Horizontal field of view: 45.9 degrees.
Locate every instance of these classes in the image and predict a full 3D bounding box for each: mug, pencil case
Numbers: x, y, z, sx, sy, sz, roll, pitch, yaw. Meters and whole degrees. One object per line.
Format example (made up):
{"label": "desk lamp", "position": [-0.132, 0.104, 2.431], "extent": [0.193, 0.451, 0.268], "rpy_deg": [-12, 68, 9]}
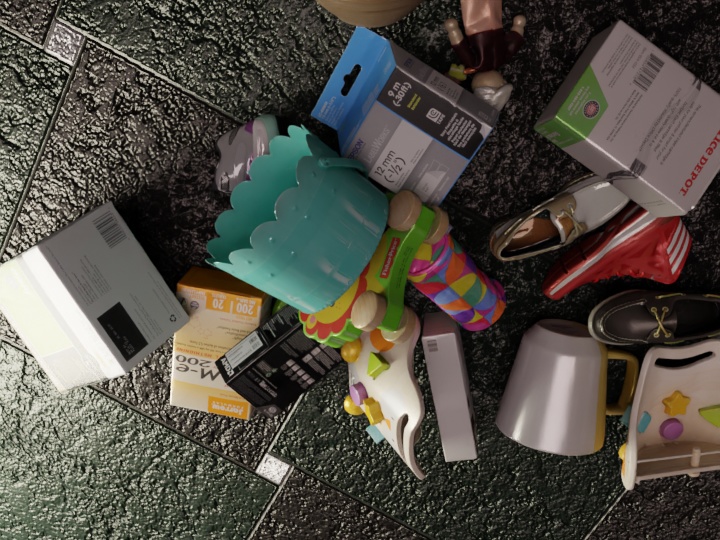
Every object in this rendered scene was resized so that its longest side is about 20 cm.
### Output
{"label": "mug", "position": [0.282, 0.149, 1.178], "extent": [0.149, 0.186, 0.153], "rpy_deg": [17, 106, 36]}
{"label": "pencil case", "position": [0.119, 0.007, 1.111], "extent": [0.088, 0.088, 0.200], "rpy_deg": [-28, 141, 17]}

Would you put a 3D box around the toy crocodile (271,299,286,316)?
{"label": "toy crocodile", "position": [-0.055, 0.000, 1.184], "extent": [0.068, 0.062, 0.200], "rpy_deg": [42, 110, -14]}

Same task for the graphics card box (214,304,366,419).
{"label": "graphics card box", "position": [-0.087, 0.107, 1.178], "extent": [0.200, 0.051, 0.125], "rpy_deg": [-40, 139, 0]}

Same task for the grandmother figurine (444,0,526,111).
{"label": "grandmother figurine", "position": [0.152, -0.291, 1.037], "extent": [0.121, 0.061, 0.200], "rpy_deg": [-11, 103, -18]}

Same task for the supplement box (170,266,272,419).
{"label": "supplement box", "position": [-0.203, 0.107, 1.240], "extent": [0.126, 0.074, 0.200], "rpy_deg": [9, 112, 5]}

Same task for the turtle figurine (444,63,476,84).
{"label": "turtle figurine", "position": [0.071, -0.185, 1.096], "extent": [0.161, 0.064, 0.200], "rpy_deg": [22, 112, -1]}

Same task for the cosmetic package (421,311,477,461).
{"label": "cosmetic package", "position": [0.130, 0.164, 1.215], "extent": [0.051, 0.083, 0.200], "rpy_deg": [-9, 110, 8]}

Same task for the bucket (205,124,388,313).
{"label": "bucket", "position": [-0.072, -0.057, 1.006], "extent": [0.135, 0.207, 0.207], "rpy_deg": [34, 112, -23]}

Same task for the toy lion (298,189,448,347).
{"label": "toy lion", "position": [0.000, 0.000, 1.049], "extent": [0.069, 0.192, 0.200], "rpy_deg": [24, 83, -36]}

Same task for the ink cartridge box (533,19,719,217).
{"label": "ink cartridge box", "position": [0.337, -0.178, 1.027], "extent": [0.200, 0.084, 0.146], "rpy_deg": [35, 86, -6]}

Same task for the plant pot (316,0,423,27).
{"label": "plant pot", "position": [0.013, -0.352, 0.994], "extent": [0.201, 0.201, 0.093], "rpy_deg": [4, 142, 6]}

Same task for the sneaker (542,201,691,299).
{"label": "sneaker", "position": [0.348, -0.001, 1.125], "extent": [0.200, 0.078, 0.116], "rpy_deg": [-40, 100, 20]}

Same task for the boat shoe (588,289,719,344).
{"label": "boat shoe", "position": [0.398, 0.059, 1.111], "extent": [0.201, 0.061, 0.072], "rpy_deg": [-7, 95, -15]}

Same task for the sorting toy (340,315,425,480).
{"label": "sorting toy", "position": [0.051, 0.184, 1.152], "extent": [0.107, 0.180, 0.200], "rpy_deg": [-12, 122, -14]}

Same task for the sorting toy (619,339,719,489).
{"label": "sorting toy", "position": [0.438, 0.184, 1.153], "extent": [0.200, 0.107, 0.180], "rpy_deg": [-5, 107, -10]}

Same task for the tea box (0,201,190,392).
{"label": "tea box", "position": [-0.379, 0.041, 1.168], "extent": [0.197, 0.134, 0.200], "rpy_deg": [-17, 109, 42]}

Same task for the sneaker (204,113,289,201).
{"label": "sneaker", "position": [-0.146, -0.101, 1.154], "extent": [0.140, 0.078, 0.200], "rpy_deg": [-13, 94, 16]}

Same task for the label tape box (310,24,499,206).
{"label": "label tape box", "position": [0.045, -0.180, 1.031], "extent": [0.200, 0.066, 0.143], "rpy_deg": [31, 125, -4]}

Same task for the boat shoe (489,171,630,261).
{"label": "boat shoe", "position": [0.265, -0.064, 1.115], "extent": [0.200, 0.068, 0.075], "rpy_deg": [-30, 105, 17]}
